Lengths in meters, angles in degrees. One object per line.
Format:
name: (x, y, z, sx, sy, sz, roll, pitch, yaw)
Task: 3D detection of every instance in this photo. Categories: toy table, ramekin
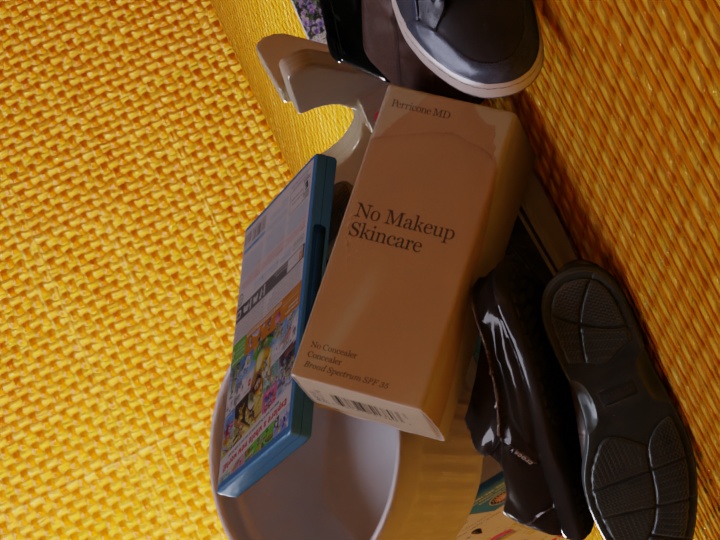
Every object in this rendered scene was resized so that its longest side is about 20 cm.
toy table: (0.008, -0.126, 1.755, 0.184, 0.117, 0.200, 70, 173, -48)
ramekin: (-0.004, 0.127, 1.642, 0.105, 0.200, 0.201, 6, -134, -43)

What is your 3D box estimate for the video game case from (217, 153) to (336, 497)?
video game case: (-0.057, 0.039, 1.579, 0.143, 0.018, 0.201, 138, 142, -58)

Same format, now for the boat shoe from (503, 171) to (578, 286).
boat shoe: (0.121, 0.030, 1.530, 0.072, 0.071, 0.201, 76, 168, -67)

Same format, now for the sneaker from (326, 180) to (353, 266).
sneaker: (0.000, 0.000, 1.675, 0.106, 0.075, 0.200, 36, 168, -8)

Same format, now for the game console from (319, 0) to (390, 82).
game console: (0.021, -0.236, 1.571, 0.175, 0.116, 0.201, 27, 150, 30)

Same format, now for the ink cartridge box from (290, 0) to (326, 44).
ink cartridge box: (-0.040, -0.262, 1.881, 0.109, 0.050, 0.201, -41, -72, -79)

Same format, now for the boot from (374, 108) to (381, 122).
boot: (0.034, -0.032, 1.584, 0.145, 0.072, 0.200, 55, -145, -7)

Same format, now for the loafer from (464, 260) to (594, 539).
loafer: (0.096, 0.088, 1.465, 0.073, 0.071, 0.201, -61, -40, -56)

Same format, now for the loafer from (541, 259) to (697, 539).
loafer: (0.164, 0.087, 1.447, 0.063, 0.071, 0.201, -59, -47, -75)

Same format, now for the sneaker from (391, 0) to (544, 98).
sneaker: (0.036, -0.201, 1.268, 0.146, 0.077, 0.203, 69, 176, -66)

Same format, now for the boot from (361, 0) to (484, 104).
boot: (-0.002, -0.197, 1.468, 0.186, 0.064, 0.200, 35, 159, 26)

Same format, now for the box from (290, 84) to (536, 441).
box: (0.035, -0.005, 1.471, 0.078, 0.094, 0.201, 54, -130, -67)

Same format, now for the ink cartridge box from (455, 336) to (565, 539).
ink cartridge box: (0.077, 0.144, 1.799, 0.200, 0.147, 0.145, 28, -147, -60)
